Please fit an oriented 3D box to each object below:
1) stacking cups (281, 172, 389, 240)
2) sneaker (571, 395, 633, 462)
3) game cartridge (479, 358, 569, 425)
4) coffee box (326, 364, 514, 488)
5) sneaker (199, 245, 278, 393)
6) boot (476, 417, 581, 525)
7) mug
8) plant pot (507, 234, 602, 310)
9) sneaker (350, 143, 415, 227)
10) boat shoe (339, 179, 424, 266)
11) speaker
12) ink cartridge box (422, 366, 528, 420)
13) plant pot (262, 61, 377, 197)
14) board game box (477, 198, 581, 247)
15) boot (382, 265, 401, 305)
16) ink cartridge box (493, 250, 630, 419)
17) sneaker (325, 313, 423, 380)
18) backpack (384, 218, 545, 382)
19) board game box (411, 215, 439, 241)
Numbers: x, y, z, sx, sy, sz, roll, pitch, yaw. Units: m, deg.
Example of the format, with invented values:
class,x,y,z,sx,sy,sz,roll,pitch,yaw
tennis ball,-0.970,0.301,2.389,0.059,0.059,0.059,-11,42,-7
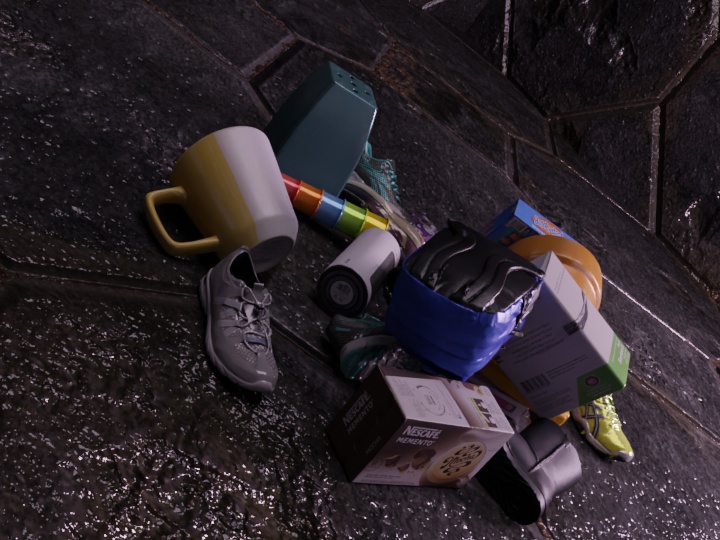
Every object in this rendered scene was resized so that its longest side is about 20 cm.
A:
class,x,y,z,sx,sy,sz,roll,pitch,yaw
stacking cups,-0.050,-0.103,1.370,0.197,0.061,0.061,28,26,-9
sneaker,0.403,0.235,1.449,0.075,0.077,0.201,11,39,-49
game cartridge,0.244,0.146,1.348,0.198,0.033,0.177,34,22,-8
coffee box,0.073,0.191,1.010,0.198,0.114,0.080,17,32,-42
sneaker,-0.137,0.052,0.980,0.074,0.082,0.202,16,34,-41
boot,0.212,0.236,1.171,0.201,0.076,0.167,54,31,13
mug,-0.171,-0.072,1.121,0.155,0.184,0.150,59,-2,21
plant pot,0.326,0.072,1.500,0.198,0.200,0.185,33,40,-12
sneaker,0.038,-0.157,1.535,0.200,0.091,0.078,46,2,10
boat shoe,0.022,-0.081,1.451,0.199,0.072,0.065,41,59,17
speaker,0.000,0.000,1.268,0.081,0.082,0.200,39,24,1
ink cartridge box,0.169,0.152,1.308,0.198,0.037,0.095,28,26,-21
plant pot,-0.065,-0.230,1.416,0.140,0.201,0.142,28,26,-24
board game box,0.295,-0.033,1.606,0.151,0.200,0.045,34,54,-11
boot,0.086,0.026,1.296,0.155,0.081,0.210,4,17,-37
ink cartridge box,0.265,0.095,1.205,0.201,0.144,0.084,51,37,-11
sneaker,0.030,0.094,1.163,0.198,0.078,0.091,11,31,-50
backpack,0.126,0.053,1.070,0.160,0.171,0.199,24,24,20
board game box,0.155,-0.024,1.594,0.200,0.032,0.119,47,30,15
